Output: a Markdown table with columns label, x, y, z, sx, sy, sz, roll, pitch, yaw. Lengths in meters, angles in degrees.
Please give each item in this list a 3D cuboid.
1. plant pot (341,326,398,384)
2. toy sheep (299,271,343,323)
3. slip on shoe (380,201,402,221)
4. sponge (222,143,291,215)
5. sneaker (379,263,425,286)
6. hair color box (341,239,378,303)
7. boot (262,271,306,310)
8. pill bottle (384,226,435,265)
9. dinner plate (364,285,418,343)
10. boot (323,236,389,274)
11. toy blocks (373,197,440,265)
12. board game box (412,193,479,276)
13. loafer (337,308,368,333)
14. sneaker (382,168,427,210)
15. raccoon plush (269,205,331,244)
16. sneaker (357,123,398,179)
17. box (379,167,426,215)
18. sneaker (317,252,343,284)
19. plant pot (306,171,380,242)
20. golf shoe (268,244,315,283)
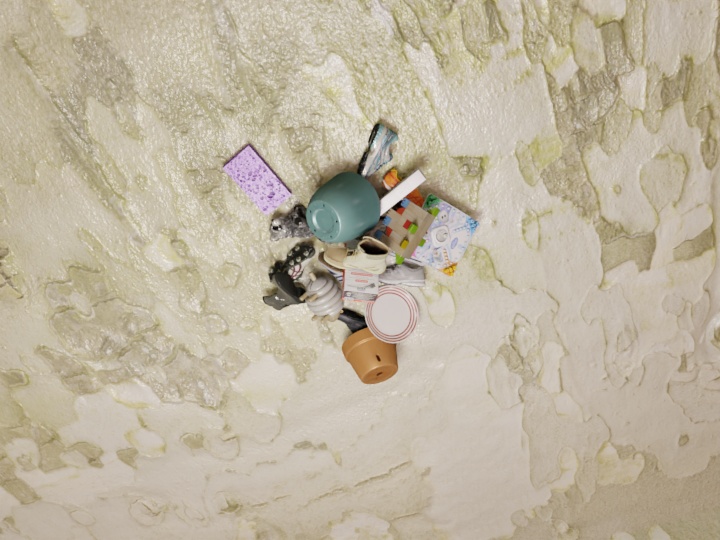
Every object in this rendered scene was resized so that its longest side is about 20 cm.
| label | x | y | z | sx | sy | sz | roll | pitch | yaw |
| --- | --- | --- | --- | --- | --- | --- | --- | --- | --- |
| plant pot | 0.048 | 0.306 | 1.851 | 0.199 | 0.140 | 0.200 | -15 | 145 | -11 |
| toy sheep | -0.125 | 0.090 | 1.759 | 0.137 | 0.138 | 0.200 | -20 | 120 | 7 |
| slip on shoe | 0.046 | -0.188 | 1.672 | 0.199 | 0.061 | 0.076 | 2 | 118 | -5 |
| sponge | -0.315 | -0.277 | 1.616 | 0.111 | 0.030 | 0.200 | -35 | 115 | 14 |
| sneaker | 0.124 | 0.009 | 1.793 | 0.199 | 0.075 | 0.082 | 6 | 85 | -3 |
| hair color box | 0.000 | 0.000 | 1.691 | 0.110 | 0.201 | 0.064 | 7 | 145 | -7 |
| boot | -0.271 | 0.081 | 1.744 | 0.130 | 0.068 | 0.200 | -19 | 149 | 15 |
| pill bottle | 0.176 | -0.080 | 1.711 | 0.199 | 0.111 | 0.111 | 18 | 116 | -14 |
| dinner plate | 0.107 | 0.151 | 1.823 | 0.199 | 0.024 | 0.201 | 4 | 76 | -16 |
| boot | -0.013 | -0.054 | 1.587 | 0.199 | 0.072 | 0.155 | 13 | 161 | 2 |
| toy blocks | 0.129 | -0.135 | 1.590 | 0.100 | 0.137 | 0.200 | 17 | 108 | -52 |
| board game box | 0.255 | -0.108 | 1.655 | 0.200 | 0.026 | 0.201 | 27 | 90 | -18 |
| loafer | -0.018 | 0.192 | 1.867 | 0.200 | 0.068 | 0.071 | 23 | 107 | -19 |
| sneaker | 0.160 | -0.241 | 1.646 | 0.200 | 0.073 | 0.077 | 36 | 107 | -22 |
| raccoon plush | -0.200 | -0.111 | 1.684 | 0.134 | 0.097 | 0.200 | -34 | 116 | 22 |
| sneaker | 0.052 | -0.334 | 1.587 | 0.086 | 0.078 | 0.200 | 17 | 116 | -16 |
| box | 0.109 | -0.232 | 1.597 | 0.200 | 0.039 | 0.041 | -38 | 104 | 17 |
| sneaker | -0.059 | 0.019 | 1.771 | 0.199 | 0.070 | 0.109 | 24 | 139 | 2 |
| plant pot | -0.065 | -0.174 | 1.565 | 0.200 | 0.161 | 0.201 | 18 | 124 | 28 |
| golf shoe | -0.215 | -0.015 | 1.747 | 0.200 | 0.077 | 0.088 | -33 | 134 | 23 |
